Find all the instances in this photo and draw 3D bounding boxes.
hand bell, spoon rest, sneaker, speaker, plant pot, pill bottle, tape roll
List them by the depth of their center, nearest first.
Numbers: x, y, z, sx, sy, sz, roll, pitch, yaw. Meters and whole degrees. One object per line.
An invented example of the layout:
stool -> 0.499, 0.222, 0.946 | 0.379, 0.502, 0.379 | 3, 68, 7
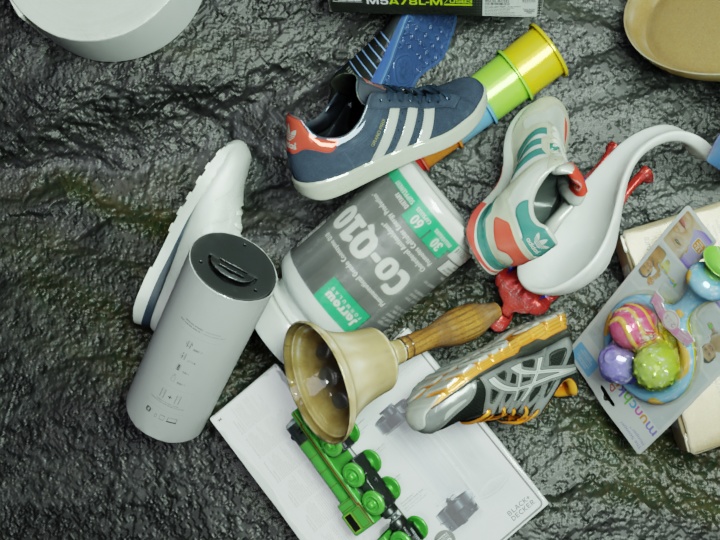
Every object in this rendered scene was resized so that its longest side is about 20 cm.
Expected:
sneaker -> 0.023, -0.138, 0.891 | 0.199, 0.075, 0.085 | -30, 122, -22
spoon rest -> 0.213, -0.055, 0.896 | 0.200, 0.099, 0.061 | -42, 116, -1
hand bell -> 0.043, 0.066, 0.897 | 0.198, 0.104, 0.105 | -18, 81, -31
sneaker -> 0.123, 0.101, 0.903 | 0.199, 0.078, 0.078 | -22, 90, -35
sneaker -> 0.165, -0.081, 0.908 | 0.070, 0.093, 0.201 | 49, 51, -26
speaker -> -0.143, 0.063, 0.920 | 0.081, 0.081, 0.201 | 37, 128, 9
plant pot -> 0.336, -0.232, 0.926 | 0.198, 0.028, 0.202 | -14, 46, 15
pill bottle -> 0.000, 0.000, 0.941 | 0.200, 0.113, 0.113 | -41, 81, 10
sneaker -> 0.020, -0.194, 0.987 | 0.077, 0.070, 0.201 | 12, 66, 42
sneaker -> -0.142, -0.025, 0.993 | 0.080, 0.076, 0.202 | 25, 94, 0
tape roll -> -0.252, -0.312, 1.029 | 0.200, 0.071, 0.205 | -1, 85, 6

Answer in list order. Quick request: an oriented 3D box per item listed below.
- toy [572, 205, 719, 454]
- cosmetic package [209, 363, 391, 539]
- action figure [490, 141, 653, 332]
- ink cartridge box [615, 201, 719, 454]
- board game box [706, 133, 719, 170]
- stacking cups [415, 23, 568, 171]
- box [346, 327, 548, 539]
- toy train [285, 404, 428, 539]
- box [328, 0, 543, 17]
toy -> 0.241, 0.057, 0.869 | 0.116, 0.047, 0.201 | 58, 138, 28
cosmetic package -> -0.045, 0.191, 0.964 | 0.082, 0.051, 0.201 | -38, 82, -2
action figure -> 0.185, -0.022, 0.960 | 0.065, 0.052, 0.200 | 41, 89, 13
ink cartridge box -> 0.333, 0.041, 0.922 | 0.163, 0.075, 0.202 | -16, 83, 6
board game box -> 0.370, -0.143, 0.887 | 0.158, 0.199, 0.039 | -42, 57, 26
stacking cups -> 0.101, -0.144, 0.980 | 0.199, 0.060, 0.061 | -39, 81, 5
box -> 0.064, 0.165, 0.949 | 0.116, 0.060, 0.200 | -41, 82, 1
toy train -> 0.003, 0.195, 0.908 | 0.056, 0.042, 0.201 | -42, 81, 36
box -> 0.075, -0.323, 0.970 | 0.197, 0.048, 0.195 | 4, 63, 8
